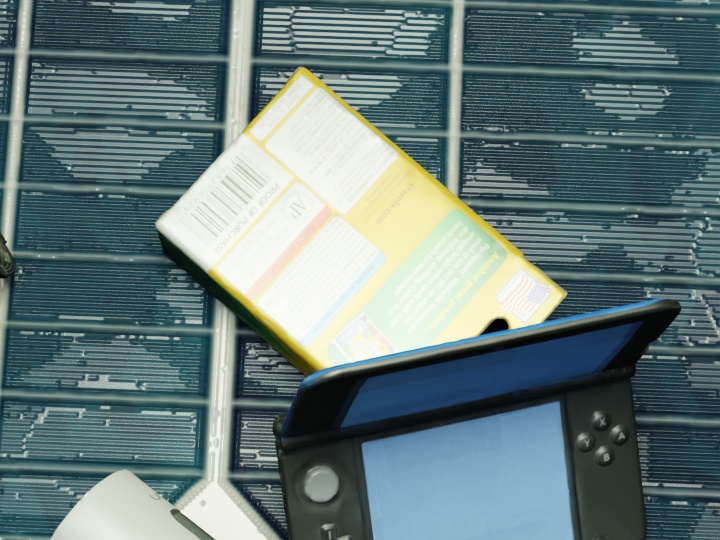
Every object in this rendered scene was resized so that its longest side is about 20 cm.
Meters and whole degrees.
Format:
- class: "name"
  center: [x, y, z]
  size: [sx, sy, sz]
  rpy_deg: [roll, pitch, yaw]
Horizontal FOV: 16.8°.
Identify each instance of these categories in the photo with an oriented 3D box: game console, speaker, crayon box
- class: "game console"
  center: [0.064, 0.101, 1.254]
  size: [0.198, 0.118, 0.172]
  rpy_deg: [-11, 105, -12]
- class: "speaker"
  center: [-0.075, 0.193, 1.281]
  size: [0.199, 0.081, 0.081]
  rpy_deg: [36, 77, 17]
- class: "crayon box"
  center: [0.000, 0.000, 1.362]
  size: [0.200, 0.052, 0.126]
  rpy_deg: [41, 79, 12]

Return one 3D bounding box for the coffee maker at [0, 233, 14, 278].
- class: "coffee maker"
  center: [-0.302, 0.037, 1.306]
  size: [0.200, 0.192, 0.135]
  rpy_deg: [-40, 54, 11]
